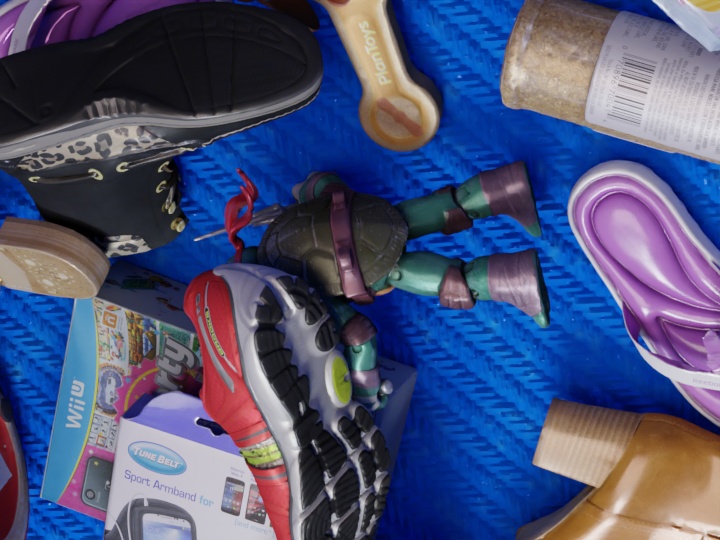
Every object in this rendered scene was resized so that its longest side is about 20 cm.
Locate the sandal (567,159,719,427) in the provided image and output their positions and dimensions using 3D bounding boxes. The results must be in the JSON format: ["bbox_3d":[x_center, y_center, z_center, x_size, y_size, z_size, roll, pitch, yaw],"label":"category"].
[{"bbox_3d":[0.183,0.030,1.231,0.203,0.050,0.082,45,118,-1],"label":"sandal"}]

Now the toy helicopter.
[{"bbox_3d":[-0.013,-0.151,1.226,0.132,0.079,0.200,-14,117,18],"label":"toy helicopter"}]

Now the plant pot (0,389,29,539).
[{"bbox_3d":[-0.316,0.131,1.378,0.182,0.200,0.201,-16,104,18],"label":"plant pot"}]

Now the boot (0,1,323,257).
[{"bbox_3d":[-0.109,-0.075,1.265,0.203,0.154,0.074,-10,63,7],"label":"boot"}]

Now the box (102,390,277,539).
[{"bbox_3d":[-0.090,0.161,1.321,0.119,0.041,0.200,17,114,13],"label":"box"}]

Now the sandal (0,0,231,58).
[{"bbox_3d":[-0.166,-0.130,1.293,0.203,0.050,0.083,-29,98,27],"label":"sandal"}]

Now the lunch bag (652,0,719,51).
[{"bbox_3d":[0.176,-0.228,1.095,0.170,0.127,0.200,-43,81,26],"label":"lunch bag"}]

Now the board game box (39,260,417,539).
[{"bbox_3d":[-0.081,0.098,1.350,0.200,0.064,0.148,19,115,14],"label":"board game box"}]

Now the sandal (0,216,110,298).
[{"bbox_3d":[-0.243,0.010,1.331,0.211,0.070,0.078,2,146,39],"label":"sandal"}]

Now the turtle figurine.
[{"bbox_3d":[0.000,0.000,1.237,0.200,0.101,0.150,-10,71,10],"label":"turtle figurine"}]

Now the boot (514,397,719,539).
[{"bbox_3d":[0.155,0.173,1.286,0.144,0.071,0.201,18,118,9],"label":"boot"}]

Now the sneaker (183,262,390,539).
[{"bbox_3d":[-0.044,0.081,1.223,0.085,0.077,0.200,11,125,41],"label":"sneaker"}]

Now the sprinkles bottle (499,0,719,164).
[{"bbox_3d":[0.176,-0.092,1.177,0.200,0.068,0.068,17,115,14],"label":"sprinkles bottle"}]
